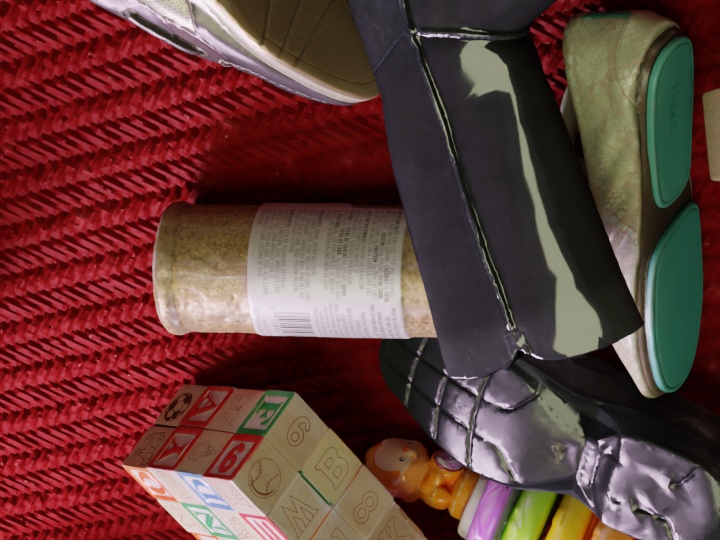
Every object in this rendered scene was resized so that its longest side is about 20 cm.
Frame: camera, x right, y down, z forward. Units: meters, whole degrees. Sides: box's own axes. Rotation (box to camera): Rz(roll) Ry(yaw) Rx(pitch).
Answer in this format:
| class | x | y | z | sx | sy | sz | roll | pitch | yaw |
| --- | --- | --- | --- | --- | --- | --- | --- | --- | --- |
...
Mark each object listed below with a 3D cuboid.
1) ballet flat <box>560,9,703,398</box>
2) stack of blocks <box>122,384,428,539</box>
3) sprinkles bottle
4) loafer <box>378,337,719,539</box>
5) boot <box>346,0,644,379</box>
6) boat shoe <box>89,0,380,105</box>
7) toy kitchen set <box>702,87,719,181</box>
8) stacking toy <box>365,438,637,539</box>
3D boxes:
| class | x | y | z | sx | sy | sz | roll | pitch | yaw |
| --- | --- | --- | --- | --- | --- | --- | --- | --- | --- |
| ballet flat | 0.126 | -0.033 | 0.849 | 0.062 | 0.067 | 0.202 | 17 | 128 | 33 |
| stack of blocks | -0.022 | 0.151 | 0.970 | 0.200 | 0.059 | 0.115 | 50 | 153 | -24 |
| sprinkles bottle | 0.000 | 0.000 | 0.882 | 0.198 | 0.069 | 0.069 | 1 | 126 | 11 |
| loafer | 0.103 | 0.073 | 0.914 | 0.199 | 0.072 | 0.073 | 28 | 122 | 17 |
| boot | 0.080 | -0.062 | 0.769 | 0.164 | 0.065 | 0.202 | -11 | 97 | 41 |
| boat shoe | -0.075 | -0.133 | 0.806 | 0.199 | 0.073 | 0.065 | 27 | 151 | -24 |
| toy kitchen set | 0.264 | -0.135 | 0.744 | 0.162 | 0.183 | 0.199 | -2 | 174 | -32 |
| stacking toy | 0.094 | 0.135 | 0.955 | 0.198 | 0.116 | 0.110 | 24 | 131 | 11 |
